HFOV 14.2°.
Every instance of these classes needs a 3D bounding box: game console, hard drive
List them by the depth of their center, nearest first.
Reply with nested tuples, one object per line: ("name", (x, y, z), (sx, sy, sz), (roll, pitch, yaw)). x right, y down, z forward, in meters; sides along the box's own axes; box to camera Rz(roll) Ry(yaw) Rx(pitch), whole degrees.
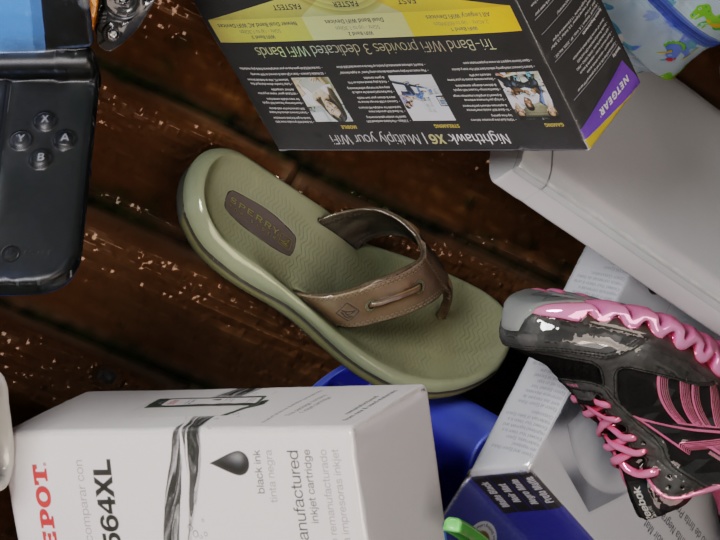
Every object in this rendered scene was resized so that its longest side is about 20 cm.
("game console", (-0.221, -0.089, 1.258), (0.198, 0.172, 0.119), (-1, 149, 7))
("hard drive", (0.146, -0.050, 1.457), (0.200, 0.133, 0.027), (33, 133, -30))

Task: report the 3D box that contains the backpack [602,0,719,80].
("backpack", (0.113, -0.181, 1.374), (0.199, 0.164, 0.154), (27, 122, -27))

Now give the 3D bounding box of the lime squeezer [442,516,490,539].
("lime squeezer", (0.066, 0.173, 1.425), (0.071, 0.038, 0.201), (-42, 138, -34))

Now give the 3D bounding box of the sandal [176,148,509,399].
("sandal", (-0.001, 0.000, 1.437), (0.200, 0.080, 0.057), (29, 137, -28))

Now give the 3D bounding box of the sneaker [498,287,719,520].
("sneaker", (0.144, 0.072, 1.416), (0.199, 0.079, 0.096), (23, 87, -29))

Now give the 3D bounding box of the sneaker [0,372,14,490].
("sneaker", (-0.230, 0.036, 1.346), (0.114, 0.073, 0.201), (-9, 135, 29))

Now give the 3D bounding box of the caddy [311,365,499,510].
("caddy", (0.011, 0.145, 1.499), (0.141, 0.105, 0.201), (-11, 112, -41))

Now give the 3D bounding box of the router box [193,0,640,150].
("router box", (0.011, -0.131, 1.326), (0.052, 0.199, 0.158), (-51, 127, -33))

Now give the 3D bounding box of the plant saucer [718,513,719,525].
("plant saucer", (0.249, 0.097, 1.572), (0.200, 0.032, 0.202), (-17, 114, -45))

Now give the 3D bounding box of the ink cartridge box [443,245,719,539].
("ink cartridge box", (0.136, 0.111, 1.502), (0.200, 0.040, 0.201), (47, 66, -43))

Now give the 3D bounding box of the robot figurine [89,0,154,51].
("robot figurine", (-0.143, -0.195, 1.304), (0.144, 0.058, 0.201), (9, 109, -6))

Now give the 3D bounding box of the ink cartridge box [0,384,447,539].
("ink cartridge box", (-0.062, 0.135, 1.394), (0.084, 0.199, 0.147), (-26, 109, -59))
